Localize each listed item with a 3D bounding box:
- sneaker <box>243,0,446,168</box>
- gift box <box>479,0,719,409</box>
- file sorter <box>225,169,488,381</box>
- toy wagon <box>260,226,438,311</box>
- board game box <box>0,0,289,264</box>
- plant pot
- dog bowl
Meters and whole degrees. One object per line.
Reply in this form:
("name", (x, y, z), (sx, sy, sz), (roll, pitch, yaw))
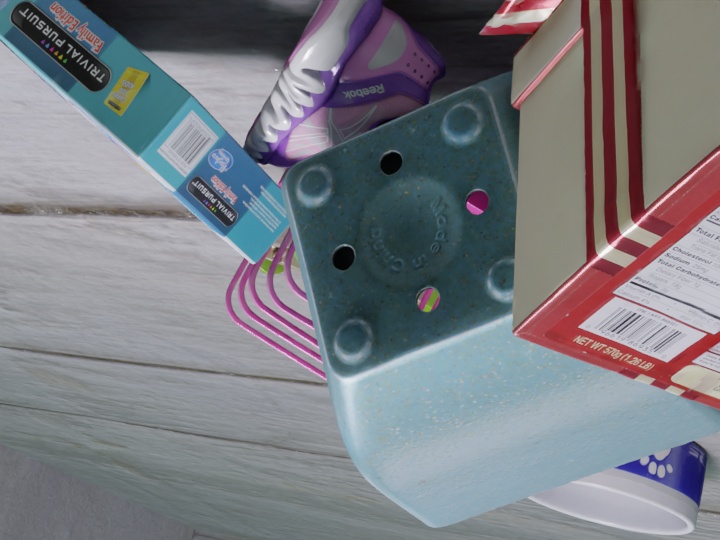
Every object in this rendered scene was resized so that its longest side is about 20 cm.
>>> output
("sneaker", (-0.007, -0.096, 0.881), (0.088, 0.081, 0.200), (29, 161, -7))
("gift box", (0.159, -0.057, 0.669), (0.183, 0.188, 0.200), (23, 144, -22))
("file sorter", (0.000, 0.000, 1.054), (0.138, 0.126, 0.200), (31, 166, -10))
("toy wagon", (-0.003, 0.000, 1.242), (0.198, 0.040, 0.155), (20, 173, -15))
("board game box", (-0.141, -0.102, 0.910), (0.200, 0.047, 0.151), (40, 176, 31))
("plant pot", (0.062, 0.005, 0.806), (0.194, 0.198, 0.200), (-21, 159, 17))
("dog bowl", (0.266, 0.216, 1.633), (0.198, 0.080, 0.200), (15, 163, 5))
